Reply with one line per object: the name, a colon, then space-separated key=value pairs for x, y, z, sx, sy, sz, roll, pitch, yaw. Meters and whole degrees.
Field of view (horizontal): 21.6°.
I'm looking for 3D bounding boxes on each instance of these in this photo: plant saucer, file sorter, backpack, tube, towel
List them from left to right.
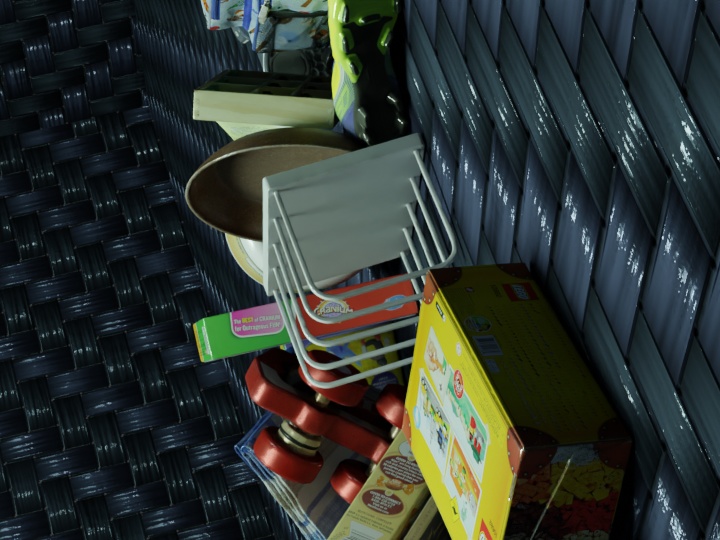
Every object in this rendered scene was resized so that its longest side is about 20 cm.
tube: x=-0.098 y=-0.139 z=1.809 sx=0.052 sy=0.058 sz=0.200 roll=52 pitch=180 yaw=-2
backpack: x=-0.069 y=-0.297 z=1.607 sx=0.191 sy=0.154 sz=0.200 roll=123 pitch=136 yaw=-63
plant saucer: x=-0.056 y=-0.079 z=1.683 sx=0.200 sy=0.200 sz=0.037 roll=98 pitch=172 yaw=-65
towel: x=-0.024 y=0.210 z=1.822 sx=0.200 sy=0.024 sz=0.147 roll=50 pitch=-146 yaw=-3
file sorter: x=0.000 y=0.000 z=1.622 sx=0.200 sy=0.139 sz=0.125 roll=96 pitch=155 yaw=-64

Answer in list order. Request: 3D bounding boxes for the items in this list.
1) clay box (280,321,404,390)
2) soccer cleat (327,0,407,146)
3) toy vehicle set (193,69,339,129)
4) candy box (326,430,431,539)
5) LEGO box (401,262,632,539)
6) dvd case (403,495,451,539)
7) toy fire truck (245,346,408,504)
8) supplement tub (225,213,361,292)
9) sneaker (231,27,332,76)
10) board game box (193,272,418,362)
clay box: x=-0.008 y=0.148 z=1.935 sx=0.048 sy=0.115 sz=0.200 roll=-152 pitch=48 yaw=-78
soccer cleat: x=-0.005 y=-0.192 z=1.575 sx=0.084 sy=0.065 sz=0.200 roll=50 pitch=157 yaw=41
toy vehicle set: x=-0.077 y=-0.159 z=1.731 sx=0.200 sy=0.124 sz=0.027 roll=-71 pitch=-15 yaw=-78
candy box: x=0.028 y=0.230 z=1.653 sx=0.055 sy=0.200 sz=0.116 roll=21 pitch=141 yaw=21
LEGO box: x=0.100 y=0.112 z=1.280 sx=0.200 sy=0.077 sz=0.149 roll=-115 pitch=27 yaw=-51
dvd case: x=0.051 y=0.263 z=1.638 sx=0.016 sy=0.200 sz=0.149 roll=22 pitch=144 yaw=19
toy fire truck: x=-0.021 y=0.133 z=1.794 sx=0.112 sy=0.200 sz=0.168 roll=-61 pitch=17 yaw=11
supplement tub: x=-0.060 y=-0.051 z=1.872 sx=0.200 sy=0.144 sz=0.145 roll=166 pitch=90 yaw=-80
sneaker: x=-0.080 y=-0.230 z=1.936 sx=0.146 sy=0.077 sz=0.203 roll=131 pitch=127 yaw=-75
board game box: x=-0.056 y=0.047 z=1.818 sx=0.153 sy=0.200 sz=0.040 roll=158 pitch=99 yaw=-80
